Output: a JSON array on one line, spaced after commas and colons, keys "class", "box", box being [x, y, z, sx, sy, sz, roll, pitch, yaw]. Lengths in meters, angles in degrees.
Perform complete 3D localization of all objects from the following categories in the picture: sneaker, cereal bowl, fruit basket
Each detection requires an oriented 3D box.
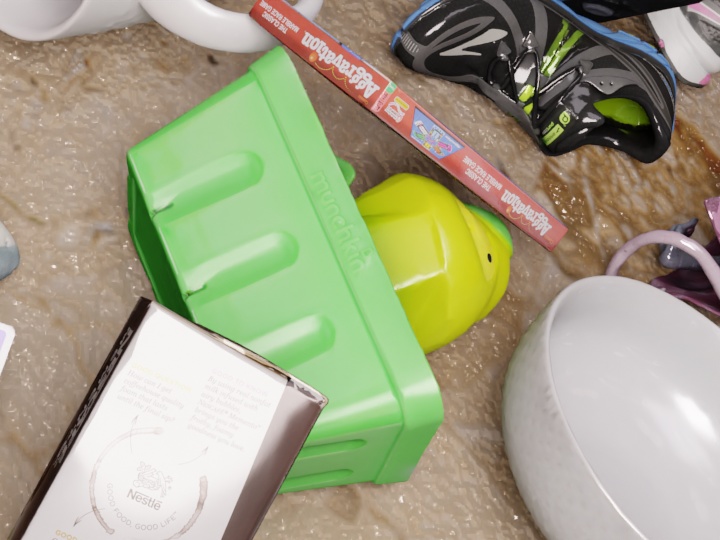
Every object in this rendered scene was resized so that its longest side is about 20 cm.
[{"class": "sneaker", "box": [0.215, -0.228, 1.028, 0.202, 0.086, 0.080, 65, 20, 9]}, {"class": "cereal bowl", "box": [0.150, 0.106, 0.801, 0.198, 0.083, 0.202, 26, 38, -22]}, {"class": "sneaker", "box": [0.114, -0.118, 0.935, 0.197, 0.071, 0.084, 16, 50, -22]}, {"class": "fruit basket", "box": [0.000, 0.000, 0.773, 0.212, 0.156, 0.219, 3, 67, -7]}]

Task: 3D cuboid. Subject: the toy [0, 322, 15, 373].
[{"class": "toy", "box": [-0.225, 0.095, 0.616, 0.114, 0.047, 0.202, 21, 72, -14]}]

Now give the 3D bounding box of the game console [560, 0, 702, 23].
[{"class": "game console", "box": [0.086, -0.191, 0.909, 0.198, 0.177, 0.031, 16, 94, -17]}]

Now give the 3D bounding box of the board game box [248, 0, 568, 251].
[{"class": "board game box", "box": [0.030, -0.074, 0.803, 0.103, 0.020, 0.199, 40, 5, 37]}]

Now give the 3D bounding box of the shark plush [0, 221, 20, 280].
[{"class": "shark plush", "box": [-0.241, 0.019, 0.680, 0.200, 0.090, 0.084, -50, 121, -42]}]

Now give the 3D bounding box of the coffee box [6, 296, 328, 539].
[{"class": "coffee box", "box": [-0.100, 0.116, 0.608, 0.079, 0.113, 0.202, 29, 86, -8]}]

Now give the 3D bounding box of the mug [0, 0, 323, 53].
[{"class": "mug", "box": [-0.101, -0.191, 0.814, 0.174, 0.148, 0.200, -21, 62, -45]}]

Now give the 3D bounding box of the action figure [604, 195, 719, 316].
[{"class": "action figure", "box": [0.264, 0.034, 0.885, 0.148, 0.134, 0.202, -17, 68, -32]}]
